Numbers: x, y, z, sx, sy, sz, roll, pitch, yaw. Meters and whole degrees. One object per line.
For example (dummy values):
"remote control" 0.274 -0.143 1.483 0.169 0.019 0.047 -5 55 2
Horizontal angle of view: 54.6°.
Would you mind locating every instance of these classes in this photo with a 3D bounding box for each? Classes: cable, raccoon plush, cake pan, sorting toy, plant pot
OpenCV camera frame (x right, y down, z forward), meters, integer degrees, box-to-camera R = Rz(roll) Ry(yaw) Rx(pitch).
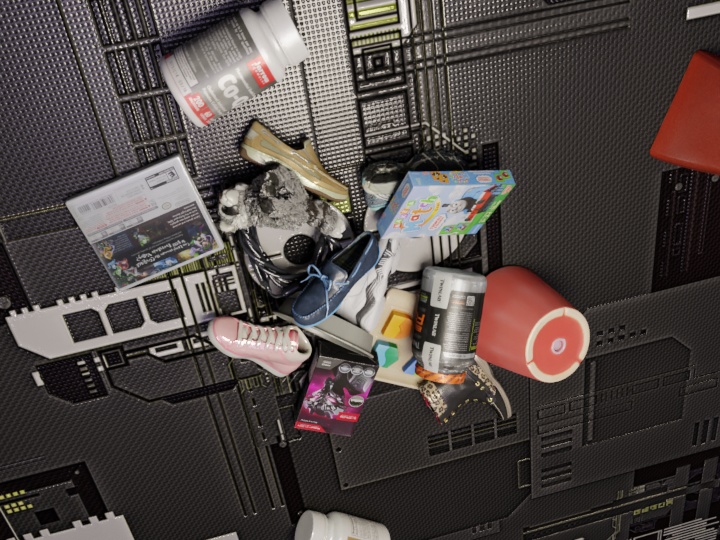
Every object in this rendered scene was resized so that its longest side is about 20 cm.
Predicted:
"cable" -0.121 -0.058 1.191 0.161 0.051 0.202 -19 106 3
"raccoon plush" -0.139 -0.080 1.129 0.133 0.098 0.200 -24 127 38
"cake pan" -0.061 0.100 1.244 0.199 0.200 0.037 28 81 -25
"sorting toy" 0.099 0.145 1.388 0.183 0.037 0.202 15 114 -21
"plant pot" 0.321 0.111 1.315 0.198 0.177 0.203 -7 108 -22
"plant pot" 0.676 -0.248 1.229 0.197 0.177 0.202 8 117 -17

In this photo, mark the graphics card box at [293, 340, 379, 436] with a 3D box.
"graphics card box" -0.050 0.237 1.378 0.124 0.051 0.202 13 121 -14

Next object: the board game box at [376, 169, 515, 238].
"board game box" 0.144 -0.113 1.195 0.198 0.037 0.152 -4 151 -24

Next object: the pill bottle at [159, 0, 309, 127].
"pill bottle" -0.182 -0.308 1.022 0.198 0.114 0.114 -29 121 4

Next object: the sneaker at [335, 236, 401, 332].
"sneaker" 0.000 0.000 1.254 0.114 0.075 0.202 16 85 14

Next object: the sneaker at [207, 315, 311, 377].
"sneaker" -0.174 0.123 1.272 0.104 0.076 0.199 -32 132 32

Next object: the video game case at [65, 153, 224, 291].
"video game case" -0.354 -0.077 1.163 0.198 0.023 0.183 -22 121 -2

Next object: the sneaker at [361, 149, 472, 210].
"sneaker" 0.097 -0.151 1.214 0.197 0.078 0.087 -7 139 -8

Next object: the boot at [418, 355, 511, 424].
"boot" 0.218 0.264 1.447 0.150 0.073 0.201 -35 118 -7

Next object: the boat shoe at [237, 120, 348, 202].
"boat shoe" -0.098 -0.181 1.145 0.198 0.072 0.077 24 96 -25

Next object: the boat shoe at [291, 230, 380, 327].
"boat shoe" -0.048 0.004 1.162 0.200 0.084 0.069 -51 154 -26

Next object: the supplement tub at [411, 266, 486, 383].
"supplement tub" 0.162 0.100 1.296 0.121 0.122 0.203 7 95 -17

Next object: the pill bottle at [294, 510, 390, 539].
"pill bottle" -0.041 0.607 1.565 0.198 0.115 0.115 24 111 -24
